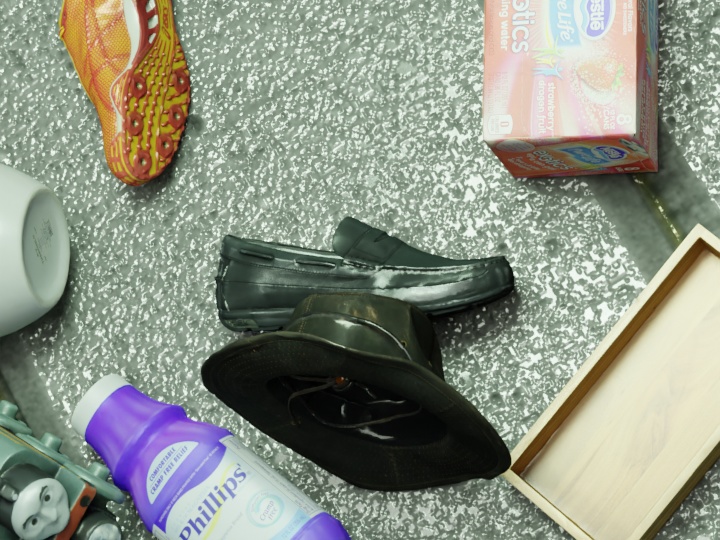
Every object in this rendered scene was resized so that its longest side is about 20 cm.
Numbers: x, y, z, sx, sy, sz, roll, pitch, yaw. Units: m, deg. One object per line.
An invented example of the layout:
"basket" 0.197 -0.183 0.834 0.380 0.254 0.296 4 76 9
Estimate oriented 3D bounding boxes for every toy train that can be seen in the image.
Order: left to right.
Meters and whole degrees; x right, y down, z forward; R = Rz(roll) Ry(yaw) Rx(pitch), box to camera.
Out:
"toy train" -0.238 0.130 1.775 0.200 0.114 0.085 28 87 43

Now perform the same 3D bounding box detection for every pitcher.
"pitcher" -0.305 -0.031 1.827 0.199 0.172 0.122 -1 42 18

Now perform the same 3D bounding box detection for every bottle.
"bottle" -0.100 0.143 1.778 0.200 0.065 0.084 38 88 20

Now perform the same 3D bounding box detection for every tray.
"tray" 0.187 0.081 1.729 0.099 0.037 0.200 39 90 20

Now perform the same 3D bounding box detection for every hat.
"hat" 0.005 0.061 1.714 0.200 0.201 0.081 6 62 17

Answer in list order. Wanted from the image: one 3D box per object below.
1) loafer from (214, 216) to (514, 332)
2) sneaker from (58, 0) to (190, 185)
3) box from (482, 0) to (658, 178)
"loafer" 0.000 0.000 1.781 0.199 0.068 0.071 -4 91 18
"sneaker" -0.164 -0.149 1.877 0.077 0.073 0.201 -20 67 33
"box" 0.137 -0.167 1.771 0.102 0.095 0.201 -3 76 15
